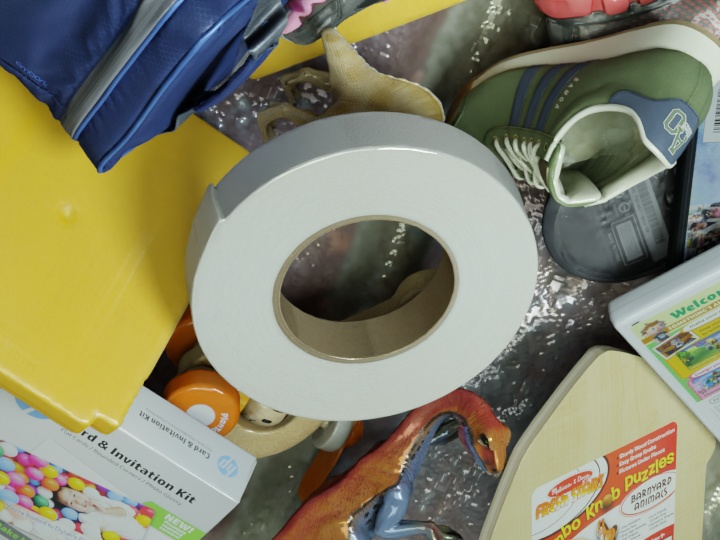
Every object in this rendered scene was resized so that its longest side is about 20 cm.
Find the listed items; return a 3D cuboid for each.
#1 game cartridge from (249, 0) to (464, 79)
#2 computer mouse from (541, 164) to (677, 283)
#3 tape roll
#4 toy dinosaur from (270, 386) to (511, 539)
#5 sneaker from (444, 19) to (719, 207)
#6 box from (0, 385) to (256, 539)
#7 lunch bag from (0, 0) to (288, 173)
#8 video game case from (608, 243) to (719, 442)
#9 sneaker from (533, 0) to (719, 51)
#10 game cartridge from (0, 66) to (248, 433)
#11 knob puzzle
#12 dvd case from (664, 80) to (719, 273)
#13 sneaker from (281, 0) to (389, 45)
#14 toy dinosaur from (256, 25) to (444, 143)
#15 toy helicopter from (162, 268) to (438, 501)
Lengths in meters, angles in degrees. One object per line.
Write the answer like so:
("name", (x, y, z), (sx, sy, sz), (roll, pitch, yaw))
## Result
("game cartridge", (-0.021, -0.229, 1.566), (0.175, 0.032, 0.201), (-19, 113, 8))
("computer mouse", (0.199, -0.055, 1.625), (0.199, 0.053, 0.139), (-18, 117, -1))
("tape roll", (0.000, 0.000, 1.550), (0.202, 0.037, 0.204), (-6, 130, -8))
("toy dinosaur", (0.009, 0.145, 1.633), (0.199, 0.105, 0.182), (-7, 134, -32))
("sneaker", (0.113, -0.075, 1.543), (0.200, 0.090, 0.067), (-16, 131, 44))
("box", (-0.177, 0.132, 1.662), (0.156, 0.041, 0.200), (34, 135, -13))
("lunch bag", (-0.106, -0.153, 1.494), (0.132, 0.136, 0.200), (46, 144, -1))
("video game case", (0.271, 0.024, 1.618), (0.199, 0.022, 0.182), (-28, 138, 17))
("sneaker", (0.198, -0.152, 1.573), (0.199, 0.071, 0.098), (-10, 119, 1))
("game cartridge", (-0.173, -0.028, 1.571), (0.176, 0.032, 0.201), (34, 66, -12))
("knob puzzle", (0.138, 0.133, 1.660), (0.219, 0.030, 0.221), (-20, 122, -36))
("dvd case", (0.278, -0.055, 1.597), (0.199, 0.018, 0.143), (-4, 119, -13))
("sneaker", (0.039, -0.185, 1.536), (0.200, 0.079, 0.095), (-39, 123, 17))
("toy dinosaur", (-0.004, -0.098, 1.581), (0.101, 0.058, 0.200), (-5, 146, 26))
("toy helicopter", (-0.017, 0.061, 1.655), (0.199, 0.079, 0.132), (-26, 125, 18))
